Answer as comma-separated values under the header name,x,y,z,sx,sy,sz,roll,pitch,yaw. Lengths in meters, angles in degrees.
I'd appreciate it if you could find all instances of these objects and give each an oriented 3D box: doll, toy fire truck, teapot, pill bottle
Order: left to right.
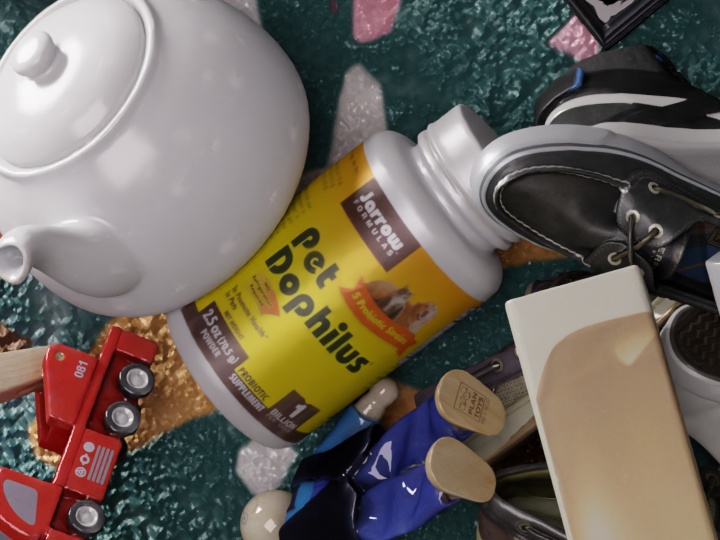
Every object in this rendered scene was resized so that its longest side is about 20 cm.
name,x,y,z,sx,sy,sz,roll,pitch,yaw
toy fire truck,-0.190,0.064,1.672,0.141,0.049,0.200,21,59,-4
teapot,-0.133,-0.085,1.613,0.197,0.146,0.200,-48,41,0
pill bottle,0.000,0.000,1.629,0.200,0.109,0.109,-38,81,12
doll,0.002,0.115,1.621,0.200,0.048,0.137,-32,40,48

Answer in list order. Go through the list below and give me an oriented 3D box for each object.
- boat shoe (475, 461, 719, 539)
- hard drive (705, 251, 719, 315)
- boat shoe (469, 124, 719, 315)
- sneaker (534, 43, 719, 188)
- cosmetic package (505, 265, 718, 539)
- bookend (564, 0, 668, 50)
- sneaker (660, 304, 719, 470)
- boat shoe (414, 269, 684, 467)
name,x,y,z,sx,sy,sz,roll,pitch,yaw
boat shoe,0.158,0.134,1.568,0.200,0.066,0.072,2,57,8
hard drive,0.252,0.082,1.480,0.132,0.026,0.200,-2,111,43
boat shoe,0.152,-0.019,1.525,0.200,0.057,0.069,16,118,-17
sneaker,0.191,-0.075,1.598,0.199,0.112,0.073,8,126,-15
cosmetic package,0.134,0.110,1.493,0.071,0.105,0.200,-16,74,5
bookend,0.158,-0.216,1.538,0.199,0.200,0.092,-39,81,11
sneaker,0.243,0.085,1.597,0.200,0.085,0.073,25,53,0
boat shoe,0.111,0.033,1.620,0.200,0.072,0.065,-42,85,18
